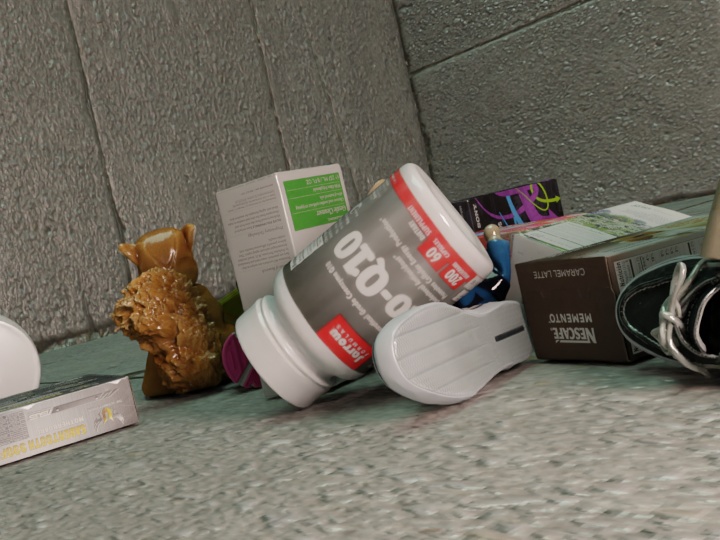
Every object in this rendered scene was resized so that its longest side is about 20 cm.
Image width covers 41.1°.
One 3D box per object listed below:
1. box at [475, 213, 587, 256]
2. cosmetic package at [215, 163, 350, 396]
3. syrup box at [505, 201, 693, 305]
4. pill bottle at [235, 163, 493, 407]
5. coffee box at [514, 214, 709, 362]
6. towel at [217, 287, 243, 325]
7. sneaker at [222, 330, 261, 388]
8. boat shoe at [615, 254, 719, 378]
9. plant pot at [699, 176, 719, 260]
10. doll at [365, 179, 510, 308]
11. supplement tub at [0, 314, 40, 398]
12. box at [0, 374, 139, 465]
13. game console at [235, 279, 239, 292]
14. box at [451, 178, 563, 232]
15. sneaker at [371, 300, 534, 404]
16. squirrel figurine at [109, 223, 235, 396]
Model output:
[{"bbox_3d":[0.160,0.005,1.049,0.094,0.104,0.199,-14,4,-28],"label":"box"},{"bbox_3d":[-0.056,0.009,0.920,0.084,0.202,0.107,-13,4,35],"label":"cosmetic package"},{"bbox_3d":[0.232,-0.006,0.908,0.199,0.082,0.078,-14,27,-40],"label":"syrup box"},{"bbox_3d":[0.001,0.017,0.793,0.200,0.114,0.114,-40,-3,11],"label":"pill bottle"},{"bbox_3d":[0.239,0.009,0.762,0.198,0.081,0.114,-14,2,-26],"label":"coffee box"},{"bbox_3d":[-0.135,0.043,1.217,0.199,0.018,0.086,-34,-38,29],"label":"towel"},{"bbox_3d":[-0.066,0.067,1.054,0.198,0.082,0.088,-13,4,-22],"label":"sneaker"},{"bbox_3d":[0.210,0.028,0.569,0.067,0.075,0.199,2,5,-26],"label":"boat shoe"},{"bbox_3d":[0.330,-0.087,0.527,0.198,0.179,0.199,-3,9,-41],"label":"plant pot"},{"bbox_3d":[0.073,0.007,0.876,0.137,0.199,0.048,-54,-23,6],"label":"doll"},{"bbox_3d":[-0.471,0.124,1.161,0.144,0.147,0.199,-14,2,-31],"label":"supplement tub"},{"bbox_3d":[-0.338,0.152,0.952,0.198,0.049,0.158,-15,4,-30],"label":"box"},{"bbox_3d":[-0.033,0.027,1.196,0.198,0.120,0.171,-17,1,6],"label":"game console"},{"bbox_3d":[0.215,-0.042,1.329,0.199,0.145,0.036,-16,5,-39],"label":"box"},{"bbox_3d":[0.061,0.065,0.720,0.070,0.074,0.199,-22,-12,33],"label":"sneaker"},{"bbox_3d":[-0.209,0.042,1.101,0.140,0.189,0.200,-13,1,-4],"label":"squirrel figurine"}]
